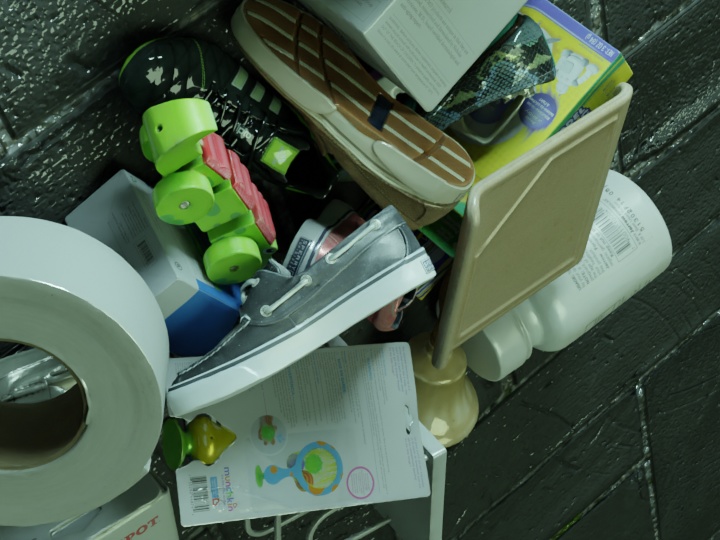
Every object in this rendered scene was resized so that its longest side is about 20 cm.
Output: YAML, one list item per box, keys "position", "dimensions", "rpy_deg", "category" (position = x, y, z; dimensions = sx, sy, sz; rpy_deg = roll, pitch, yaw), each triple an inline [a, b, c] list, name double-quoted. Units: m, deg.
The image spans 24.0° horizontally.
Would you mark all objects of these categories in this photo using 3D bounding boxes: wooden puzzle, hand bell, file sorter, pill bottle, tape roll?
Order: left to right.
- position: [-0.222, 0.067, 1.078]
  dimensions: [0.202, 0.071, 0.203]
  rpy_deg: [-1, 123, -2]
  category: "tape roll"
- position: [-0.041, 0.149, 1.341]
  dimensions: [0.124, 0.200, 0.139]
  rpy_deg: [-25, 139, -25]
  category: "file sorter"
- position: [0.070, 0.053, 1.418]
  dimensions: [0.104, 0.104, 0.200]
  rpy_deg: [-27, 151, -29]
  category: "hand bell"
- position: [0.124, -0.037, 1.288]
  dimensions: [0.200, 0.037, 0.185]
  rpy_deg: [-37, 152, -34]
  category: "wooden puzzle"
- position: [0.170, 0.006, 1.507]
  dimensions: [0.200, 0.114, 0.114]
  rpy_deg: [-36, 143, -19]
  category: "pill bottle"

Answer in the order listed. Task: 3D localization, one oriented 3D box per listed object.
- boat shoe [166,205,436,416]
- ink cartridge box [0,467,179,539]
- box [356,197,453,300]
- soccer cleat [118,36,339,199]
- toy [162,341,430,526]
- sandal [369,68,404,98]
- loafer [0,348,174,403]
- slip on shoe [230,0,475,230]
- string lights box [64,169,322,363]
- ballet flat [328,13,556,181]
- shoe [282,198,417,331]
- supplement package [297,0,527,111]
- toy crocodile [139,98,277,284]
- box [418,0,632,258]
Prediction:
- position: [-0.050, 0.025, 1.131]
  dimensions: [0.200, 0.068, 0.072]
  rpy_deg: [-31, 179, 3]
  category: "boat shoe"
- position: [-0.218, 0.244, 1.331]
  dimensions: [0.145, 0.087, 0.200]
  rpy_deg: [-31, 144, -24]
  category: "ink cartridge box"
- position: [0.082, -0.078, 1.374]
  dimensions: [0.200, 0.064, 0.070]
  rpy_deg: [-50, 146, 0]
  category: "box"
- position: [-0.083, -0.102, 1.152]
  dimensions: [0.068, 0.081, 0.200]
  rpy_deg: [-54, 145, 8]
  category: "soccer cleat"
- position: [-0.051, 0.116, 1.211]
  dimensions: [0.200, 0.115, 0.047]
  rpy_deg: [-2, 170, -34]
  category: "toy"
- position: [0.062, -0.189, 1.253]
  dimensions: [0.203, 0.082, 0.050]
  rpy_deg: [-43, 103, -21]
  category: "sandal"
- position: [-0.223, 0.093, 1.194]
  dimensions: [0.200, 0.070, 0.070]
  rpy_deg: [-33, 143, -22]
  category: "loafer"
- position: [-0.014, -0.105, 1.159]
  dimensions: [0.061, 0.200, 0.076]
  rpy_deg: [-46, -168, 39]
  category: "slip on shoe"
- position: [-0.112, 0.014, 1.205]
  dimensions: [0.059, 0.103, 0.200]
  rpy_deg: [-38, 147, 13]
  category: "string lights box"
- position: [0.061, -0.110, 1.261]
  dimensions: [0.200, 0.074, 0.074]
  rpy_deg: [-35, 151, 22]
  category: "ballet flat"
- position: [0.000, 0.000, 1.259]
  dimensions: [0.200, 0.091, 0.072]
  rpy_deg: [-41, 155, -82]
  category: "shoe"
- position: [0.055, -0.233, 1.149]
  dimensions: [0.200, 0.117, 0.117]
  rpy_deg: [-48, 146, 0]
  category: "supplement package"
- position: [-0.094, -0.050, 1.114]
  dimensions: [0.062, 0.068, 0.200]
  rpy_deg: [-22, 146, 8]
  category: "toy crocodile"
- position: [0.100, -0.115, 1.311]
  dimensions: [0.200, 0.117, 0.048]
  rpy_deg: [-51, 152, 2]
  category: "box"
